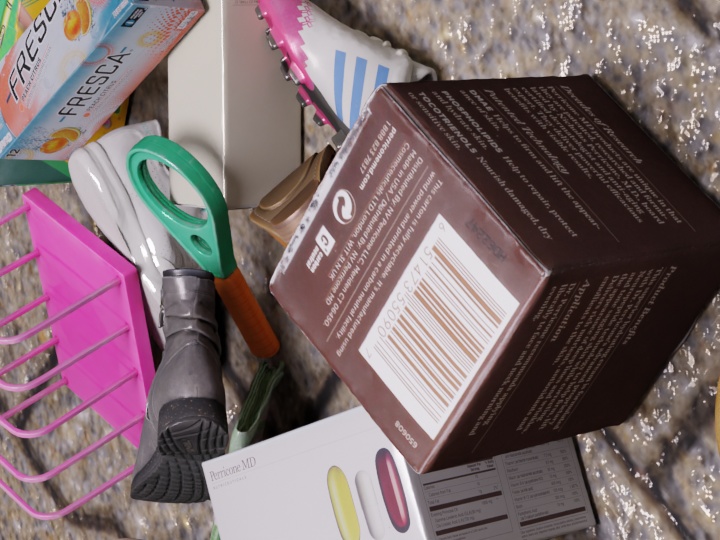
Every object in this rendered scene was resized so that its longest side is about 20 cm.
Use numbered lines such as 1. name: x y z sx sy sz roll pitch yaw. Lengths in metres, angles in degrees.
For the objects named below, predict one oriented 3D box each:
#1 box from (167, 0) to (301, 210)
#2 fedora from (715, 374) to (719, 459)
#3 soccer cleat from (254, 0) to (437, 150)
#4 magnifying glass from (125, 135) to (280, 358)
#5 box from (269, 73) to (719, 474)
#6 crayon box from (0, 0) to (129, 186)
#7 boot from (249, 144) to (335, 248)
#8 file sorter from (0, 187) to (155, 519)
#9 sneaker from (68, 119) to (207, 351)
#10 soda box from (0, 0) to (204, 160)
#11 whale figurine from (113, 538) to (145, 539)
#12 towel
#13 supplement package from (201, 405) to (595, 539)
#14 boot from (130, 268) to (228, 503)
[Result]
1. box: -0.091 -0.147 1.570 0.068 0.082 0.202 8 100 45
2. fedora: 0.292 0.092 1.190 0.200 0.082 0.202 13 109 40
3. soccer cleat: 0.001 -0.132 1.489 0.201 0.086 0.070 57 176 30
4. magnifying glass: -0.109 -0.015 1.566 0.079 0.022 0.201 11 141 43
5. box: 0.088 -0.003 1.309 0.164 0.199 0.166 49 126 28
6. crayon box: -0.238 -0.170 1.693 0.058 0.118 0.201 31 117 42
7. boot: 0.000 0.000 1.491 0.074 0.200 0.155 -40 103 9
8. file sorter: -0.247 0.071 1.679 0.139 0.125 0.201 35 144 38
9. sneaker: -0.140 -0.018 1.649 0.075 0.088 0.201 9 126 61
10. soda box: -0.198 -0.158 1.571 0.200 0.068 0.064 -42 61 39
11. whale figurine: -0.155 0.290 1.648 0.200 0.103 0.160 -122 43 -62
12. towel: -0.090 0.180 1.584 0.023 0.153 0.201 13 109 2
13. supplement package: 0.022 0.147 1.433 0.199 0.155 0.112 -24 77 46
14. boot: -0.127 0.086 1.583 0.200 0.069 0.133 122 148 -60
